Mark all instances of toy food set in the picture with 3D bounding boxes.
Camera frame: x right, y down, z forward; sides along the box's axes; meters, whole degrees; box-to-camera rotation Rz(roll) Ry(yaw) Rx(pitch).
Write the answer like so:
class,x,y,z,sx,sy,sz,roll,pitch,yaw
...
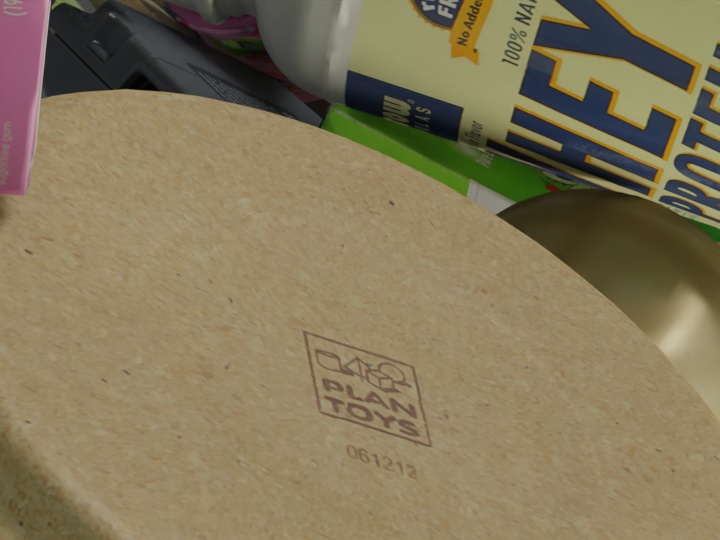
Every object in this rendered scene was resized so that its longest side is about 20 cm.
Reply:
class,x,y,z,sx,sy,sz,roll,pitch,yaw
toy food set,-0.010,0.038,0.527,0.199,0.049,0.198,9,35,-35

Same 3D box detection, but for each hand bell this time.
class,x,y,z,sx,sy,sz,roll,pitch,yaw
hand bell,0.009,0.040,0.645,0.104,0.104,0.200,42,23,20

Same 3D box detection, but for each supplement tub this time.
class,x,y,z,sx,sy,sz,roll,pitch,yaw
supplement tub,0.058,-0.097,0.738,0.199,0.146,0.145,18,9,4

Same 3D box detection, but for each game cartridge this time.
class,x,y,z,sx,sy,sz,roll,pitch,yaw
game cartridge,0.000,0.000,0.869,0.200,0.041,0.133,45,15,31

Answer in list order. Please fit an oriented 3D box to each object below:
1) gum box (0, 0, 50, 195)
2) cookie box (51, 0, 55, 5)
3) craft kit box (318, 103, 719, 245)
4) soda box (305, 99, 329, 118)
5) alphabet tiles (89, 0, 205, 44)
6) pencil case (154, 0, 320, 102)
class,x,y,z,sx,sy,sz,roll,pitch,yaw
gum box,-0.110,-0.101,0.537,0.113,0.066,0.201,5,44,-8
cookie box,-0.176,-0.191,0.969,0.199,0.075,0.171,33,12,-29
craft kit box,0.086,-0.012,0.855,0.196,0.049,0.200,25,21,1
soda box,-0.010,-0.093,1.119,0.200,0.064,0.070,41,10,12
alphabet tiles,-0.026,-0.048,1.065,0.167,0.008,0.200,32,12,-34
pencil case,-0.030,-0.107,0.979,0.087,0.088,0.200,39,2,5
